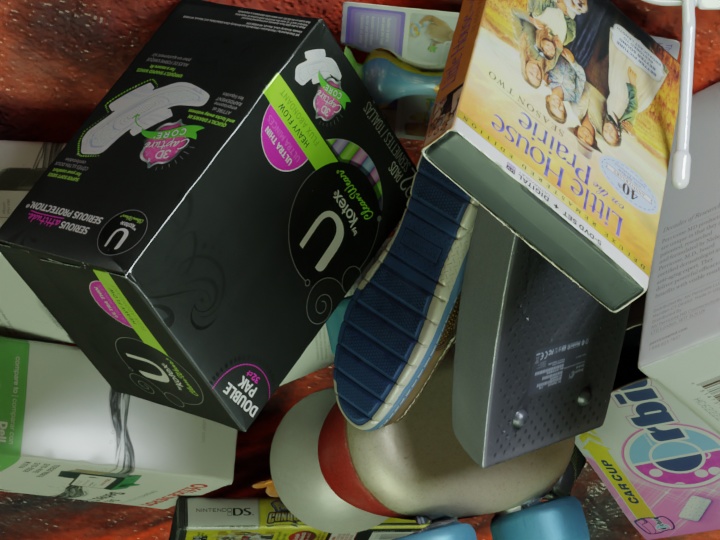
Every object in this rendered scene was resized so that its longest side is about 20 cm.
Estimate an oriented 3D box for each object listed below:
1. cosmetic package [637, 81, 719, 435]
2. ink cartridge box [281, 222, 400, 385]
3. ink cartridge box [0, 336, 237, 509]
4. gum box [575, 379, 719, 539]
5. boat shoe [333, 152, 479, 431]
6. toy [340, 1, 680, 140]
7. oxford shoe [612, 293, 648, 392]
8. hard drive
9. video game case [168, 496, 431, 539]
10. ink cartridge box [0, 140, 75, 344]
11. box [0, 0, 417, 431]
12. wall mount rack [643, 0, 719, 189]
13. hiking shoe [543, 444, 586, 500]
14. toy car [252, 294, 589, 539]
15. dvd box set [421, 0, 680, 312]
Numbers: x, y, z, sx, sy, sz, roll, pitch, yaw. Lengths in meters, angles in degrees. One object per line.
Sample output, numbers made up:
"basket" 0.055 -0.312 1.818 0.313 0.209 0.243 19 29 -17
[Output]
"cosmetic package" 0.225 -0.008 1.627 0.071 0.201 0.101 -24 129 38
"ink cartridge box" 0.000 0.000 1.796 0.199 0.050 0.109 -21 143 -14
"ink cartridge box" -0.196 0.105 1.906 0.199 0.085 0.146 9 165 -22
"gum box" 0.210 0.100 1.874 0.113 0.066 0.200 -13 136 27
"boat shoe" 0.053 0.007 1.653 0.072 0.072 0.201 13 109 -43
"toy" 0.083 -0.098 1.676 0.199 0.047 0.115 10 143 4
"oxford shoe" 0.212 0.023 1.732 0.199 0.073 0.071 -29 123 7
"hard drive" 0.110 0.006 1.637 0.042 0.135 0.201 22 114 35
"video game case" -0.047 0.196 2.018 0.180 0.026 0.200 0 162 -7
"ink cartridge box" -0.200 -0.016 1.803 0.199 0.083 0.147 3 155 11
"box" -0.086 -0.035 1.647 0.124 0.200 0.149 14 149 44
"wall mount rack" 0.231 -0.137 1.534 0.199 0.075 0.174 1 117 14
"hiking shoe" 0.073 0.092 1.873 0.199 0.101 0.076 27 139 -18
"toy car" 0.019 0.114 1.800 0.176 0.185 0.200 -10 173 -39
"dvd box set" 0.110 -0.089 1.542 0.146 0.200 0.029 39 128 -18
